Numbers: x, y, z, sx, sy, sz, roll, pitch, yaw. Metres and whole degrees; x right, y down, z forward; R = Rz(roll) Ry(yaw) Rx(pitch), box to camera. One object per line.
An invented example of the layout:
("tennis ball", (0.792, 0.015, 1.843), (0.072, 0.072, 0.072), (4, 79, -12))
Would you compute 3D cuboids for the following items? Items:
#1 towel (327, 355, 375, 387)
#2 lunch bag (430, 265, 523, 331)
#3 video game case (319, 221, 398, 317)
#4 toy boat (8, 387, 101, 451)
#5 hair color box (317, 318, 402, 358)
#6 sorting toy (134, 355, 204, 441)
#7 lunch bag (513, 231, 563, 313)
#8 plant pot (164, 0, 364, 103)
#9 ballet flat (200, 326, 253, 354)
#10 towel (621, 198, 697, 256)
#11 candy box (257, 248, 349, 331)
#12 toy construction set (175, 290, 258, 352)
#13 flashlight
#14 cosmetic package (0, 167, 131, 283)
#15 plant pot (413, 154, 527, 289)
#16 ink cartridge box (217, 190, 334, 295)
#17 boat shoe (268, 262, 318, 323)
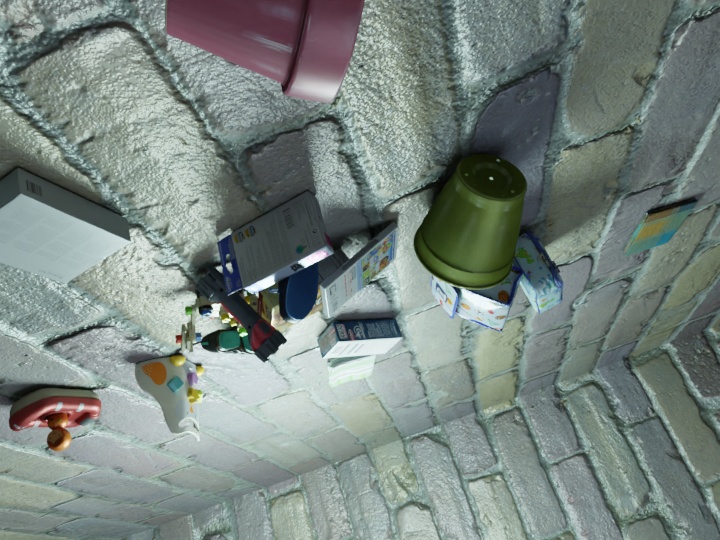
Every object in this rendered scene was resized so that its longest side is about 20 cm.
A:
("towel", (-0.025, 0.295, 1.966), (0.149, 0.031, 0.200), (-14, 153, -9))
("lunch bag", (0.258, 0.043, 1.536), (0.199, 0.124, 0.170), (22, 156, 14))
("video game case", (0.000, 0.000, 1.343), (0.200, 0.018, 0.143), (-40, 159, -17))
("toy boat", (-0.698, 0.350, 1.516), (0.130, 0.131, 0.200), (-35, 150, 27))
("hair color box", (-0.001, 0.177, 1.724), (0.199, 0.061, 0.100), (0, 147, -34))
("sorting toy", (-0.427, 0.313, 1.569), (0.106, 0.181, 0.200), (-22, 154, 6))
("lunch bag", (0.412, 0.003, 1.562), (0.082, 0.161, 0.200), (-28, 154, 7))
("plant pot", (-0.099, -0.287, 0.668), (0.178, 0.201, 0.200), (8, 146, -15))
("ballet flat", (-0.288, 0.159, 1.498), (0.068, 0.068, 0.200), (-11, 167, 25))
("towel", (0.785, -0.113, 1.741), (0.146, 0.022, 0.200), (-17, 151, -7))
("candy box", (-0.112, 0.045, 1.338), (0.200, 0.055, 0.116), (-28, 155, -28))
("toy construction set", (-0.289, 0.095, 1.364), (0.199, 0.092, 0.131), (-18, 156, -28))
("flashlight", (-0.231, 0.086, 1.265), (0.068, 0.200, 0.068), (-46, 179, -2))
("cosmetic package", (-0.473, -0.059, 0.985), (0.150, 0.052, 0.200), (-30, 152, 16))
("plant pot", (0.216, -0.102, 1.224), (0.199, 0.201, 0.193), (-9, 140, -20))
("ink cartridge box", (-0.152, -0.041, 1.150), (0.199, 0.120, 0.042), (-26, 151, 12))
("boat shoe", (-0.116, 0.014, 1.193), (0.068, 0.201, 0.084), (-24, 129, 34))
